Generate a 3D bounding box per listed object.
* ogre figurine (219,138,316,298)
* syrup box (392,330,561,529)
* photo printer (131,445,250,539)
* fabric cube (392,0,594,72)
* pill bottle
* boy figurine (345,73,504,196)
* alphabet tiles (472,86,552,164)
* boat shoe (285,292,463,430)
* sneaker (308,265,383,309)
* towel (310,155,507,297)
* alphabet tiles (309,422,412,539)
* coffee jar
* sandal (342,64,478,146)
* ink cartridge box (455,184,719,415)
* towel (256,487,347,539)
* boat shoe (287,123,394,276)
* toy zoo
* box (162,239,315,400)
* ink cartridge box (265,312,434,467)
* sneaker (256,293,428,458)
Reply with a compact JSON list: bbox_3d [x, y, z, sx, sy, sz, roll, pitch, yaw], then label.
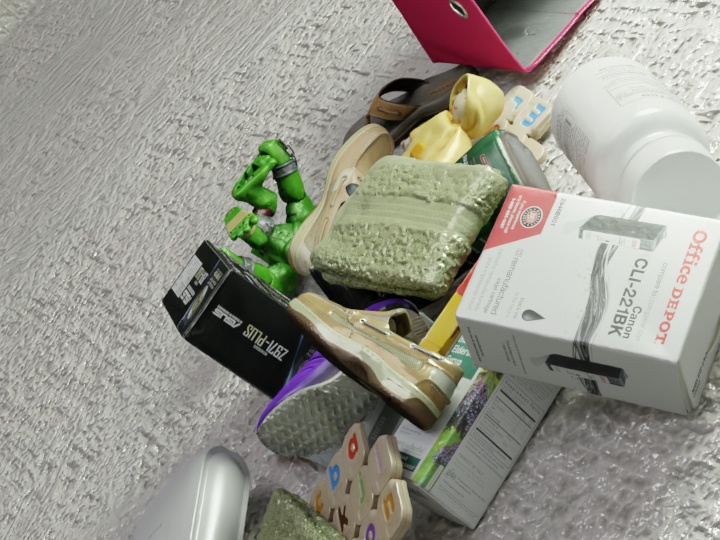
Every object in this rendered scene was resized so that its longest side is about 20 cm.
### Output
[{"bbox_3d":[-0.103,-0.049,1.958,0.098,0.120,0.201,-29,35,23],"label":"ogre figurine"},{"bbox_3d":[0.108,0.120,1.496,0.201,0.081,0.078,-57,31,-12],"label":"syrup box"},{"bbox_3d":[-0.178,0.283,1.682,0.166,0.069,0.201,-47,24,35],"label":"photo printer"},{"bbox_3d":[0.143,-0.364,1.895,0.200,0.197,0.199,-47,28,-15],"label":"fabric cube"},{"bbox_3d":[0.256,-0.109,1.534,0.114,0.114,0.200,-42,29,11],"label":"pill bottle"},{"bbox_3d":[0.076,-0.127,1.805,0.200,0.064,0.125,-44,26,16],"label":"boy figurine"},{"bbox_3d":[0.126,-0.112,1.812,0.200,0.015,0.196,-48,28,2],"label":"alphabet tiles"},{"bbox_3d":[0.016,0.066,1.505,0.199,0.072,0.076,35,80,36],"label":"boat shoe"},{"bbox_3d":[0.000,0.000,1.776,0.088,0.074,0.200,-36,13,-3],"label":"sneaker"},{"bbox_3d":[0.042,-0.045,1.608,0.199,0.036,0.149,12,66,51],"label":"towel"},{"bbox_3d":[-0.006,0.243,1.476,0.197,0.014,0.201,-104,33,-46],"label":"alphabet tiles"},{"bbox_3d":[0.094,-0.046,1.684,0.199,0.085,0.105,-37,61,23],"label":"coffee jar"},{"bbox_3d":[0.051,-0.199,1.993,0.199,0.055,0.082,-25,36,37],"label":"sandal"},{"bbox_3d":[0.200,0.022,1.399,0.198,0.084,0.145,12,60,26],"label":"ink cartridge box"},{"bbox_3d":[-0.062,0.289,1.515,0.200,0.036,0.150,33,107,66],"label":"towel"},{"bbox_3d":[-0.008,-0.077,1.921,0.064,0.071,0.201,12,70,48],"label":"boat shoe"},{"bbox_3d":[0.104,0.038,1.577,0.201,0.020,0.131,-55,-15,-12],"label":"toy zoo"},{"bbox_3d":[-0.110,0.061,1.743,0.086,0.163,0.200,-54,17,0],"label":"box"},{"bbox_3d":[-0.005,0.130,1.699,0.163,0.050,0.200,-61,18,-21],"label":"ink cartridge box"},{"bbox_3d":[-0.019,0.097,1.617,0.200,0.070,0.100,-40,23,9],"label":"sneaker"}]
